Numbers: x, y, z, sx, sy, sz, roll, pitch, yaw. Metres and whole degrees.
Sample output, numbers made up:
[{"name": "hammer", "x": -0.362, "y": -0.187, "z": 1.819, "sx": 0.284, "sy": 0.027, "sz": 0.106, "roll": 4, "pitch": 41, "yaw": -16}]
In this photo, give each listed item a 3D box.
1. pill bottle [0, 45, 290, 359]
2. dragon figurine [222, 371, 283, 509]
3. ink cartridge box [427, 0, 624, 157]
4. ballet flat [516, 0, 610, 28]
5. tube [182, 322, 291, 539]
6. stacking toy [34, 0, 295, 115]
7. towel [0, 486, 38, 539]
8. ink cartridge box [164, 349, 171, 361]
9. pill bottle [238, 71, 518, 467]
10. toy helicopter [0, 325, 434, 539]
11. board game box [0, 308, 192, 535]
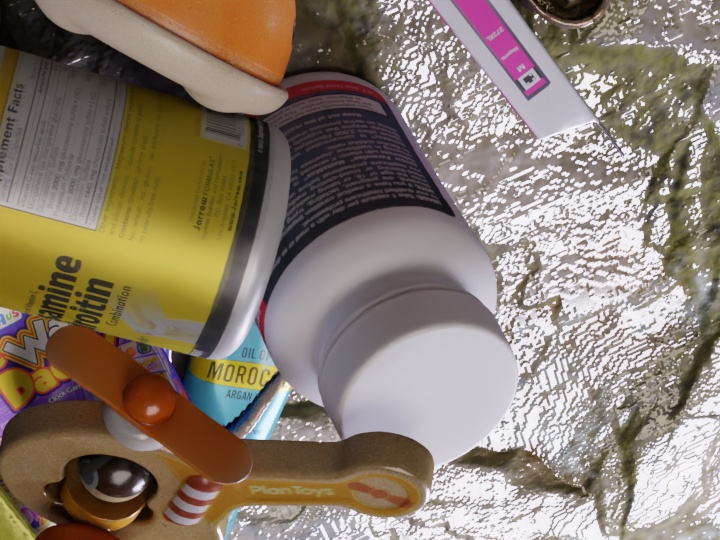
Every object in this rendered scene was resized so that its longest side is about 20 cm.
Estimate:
[{"name": "pill bottle", "x": -0.138, "y": -0.036, "z": 0.766, "sx": 0.199, "sy": 0.112, "sz": 0.112, "roll": 15, "pitch": 121, "yaw": -12}, {"name": "dragon figurine", "x": -0.117, "y": 0.113, "z": 0.965, "sx": 0.059, "sy": 0.099, "sz": 0.201, "roll": -19, "pitch": 144, "yaw": -49}, {"name": "ink cartridge box", "x": 0.058, "y": -0.131, "z": 0.854, "sx": 0.037, "sy": 0.095, "sz": 0.200, "roll": -39, "pitch": 131, "yaw": 10}, {"name": "ballet flat", "x": 0.070, "y": -0.190, "z": 0.831, "sx": 0.068, "sy": 0.067, "sz": 0.200, "roll": -37, "pitch": 131, "yaw": 10}, {"name": "tube", "x": -0.081, "y": 0.090, "z": 1.009, "sx": 0.077, "sy": 0.050, "sz": 0.201, "roll": 6, "pitch": 119, "yaw": -29}, {"name": "stacking toy", "x": -0.056, "y": -0.182, "z": 0.761, "sx": 0.146, "sy": 0.146, "sz": 0.201, "roll": 25, "pitch": 99, "yaw": -36}, {"name": "towel", "x": -0.208, "y": 0.131, "z": 0.848, "sx": 0.086, "sy": 0.018, "sz": 0.201, "roll": -30, "pitch": 113, "yaw": 5}, {"name": "ink cartridge box", "x": -0.194, "y": -0.004, "z": 0.882, "sx": 0.199, "sy": 0.043, "sz": 0.199, "roll": -5, "pitch": 129, "yaw": -18}, {"name": "pill bottle", "x": 0.000, "y": 0.000, "z": 0.863, "sx": 0.119, "sy": 0.200, "sz": 0.120, "roll": -11, "pitch": 130, "yaw": -14}, {"name": "toy helicopter", "x": -0.067, "y": 0.084, "z": 0.777, "sx": 0.199, "sy": 0.079, "sz": 0.133, "roll": 0, "pitch": 138, "yaw": 8}, {"name": "board game box", "x": -0.190, "y": 0.083, "z": 0.867, "sx": 0.199, "sy": 0.045, "sz": 0.135, "roll": -26, "pitch": 112, "yaw": -2}]
